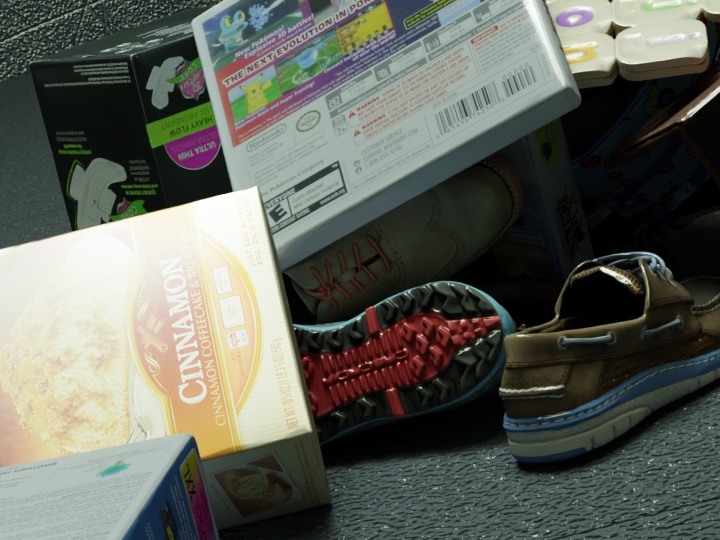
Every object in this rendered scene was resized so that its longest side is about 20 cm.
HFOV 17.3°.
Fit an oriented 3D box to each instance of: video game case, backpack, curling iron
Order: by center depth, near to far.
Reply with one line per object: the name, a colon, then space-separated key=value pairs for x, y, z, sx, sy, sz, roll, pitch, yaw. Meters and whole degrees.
video game case: x=0.008 y=-0.115 z=1.290 sx=0.199 sy=0.023 sz=0.183 roll=-29 pitch=53 yaw=18
curling iron: x=0.102 y=0.005 z=1.344 sx=0.199 sy=0.050 sz=0.026 roll=-8 pitch=39 yaw=-37
video game case: x=0.029 y=-0.067 z=1.398 sx=0.199 sy=0.182 sz=0.046 roll=10 pitch=49 yaw=28
backpack: x=0.168 y=-0.110 z=1.439 sx=0.200 sy=0.134 sz=0.183 roll=-29 pitch=38 yaw=59

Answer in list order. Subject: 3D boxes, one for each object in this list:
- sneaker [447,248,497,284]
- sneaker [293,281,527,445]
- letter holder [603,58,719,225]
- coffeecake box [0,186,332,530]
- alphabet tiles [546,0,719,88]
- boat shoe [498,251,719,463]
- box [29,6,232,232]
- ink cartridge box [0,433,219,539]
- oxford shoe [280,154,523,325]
sneaker: x=0.006 y=0.015 z=1.392 sx=0.078 sy=0.112 sz=0.200 roll=-43 pitch=1 yaw=-36
sneaker: x=-0.003 y=0.062 z=1.264 sx=0.199 sy=0.080 sz=0.095 roll=-11 pitch=-12 yaw=23
letter holder: x=0.247 y=-0.090 z=1.283 sx=0.200 sy=0.101 sz=0.142 roll=-40 pitch=4 yaw=-15
coffeecake box: x=-0.129 y=0.059 z=1.179 sx=0.199 sy=0.073 sz=0.154 roll=-14 pitch=55 yaw=0
alphabet tiles: x=0.140 y=-0.159 z=1.320 sx=0.194 sy=0.015 sz=0.200 roll=-8 pitch=34 yaw=9
boat shoe: x=0.138 y=0.030 z=1.202 sx=0.072 sy=0.073 sz=0.200 roll=-5 pitch=15 yaw=36
box: x=-0.106 y=-0.063 z=1.564 sx=0.148 sy=0.201 sz=0.124 roll=-23 pitch=17 yaw=-37
ink cartridge box: x=-0.148 y=0.145 z=1.002 sx=0.136 sy=0.077 sz=0.200 roll=-11 pitch=11 yaw=12
oxford shoe: x=0.000 y=0.000 z=1.294 sx=0.199 sy=0.071 sz=0.075 roll=-28 pitch=12 yaw=27
